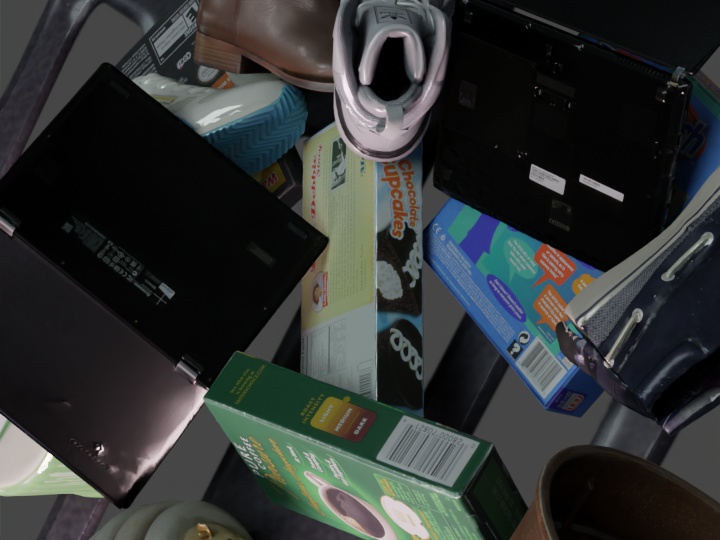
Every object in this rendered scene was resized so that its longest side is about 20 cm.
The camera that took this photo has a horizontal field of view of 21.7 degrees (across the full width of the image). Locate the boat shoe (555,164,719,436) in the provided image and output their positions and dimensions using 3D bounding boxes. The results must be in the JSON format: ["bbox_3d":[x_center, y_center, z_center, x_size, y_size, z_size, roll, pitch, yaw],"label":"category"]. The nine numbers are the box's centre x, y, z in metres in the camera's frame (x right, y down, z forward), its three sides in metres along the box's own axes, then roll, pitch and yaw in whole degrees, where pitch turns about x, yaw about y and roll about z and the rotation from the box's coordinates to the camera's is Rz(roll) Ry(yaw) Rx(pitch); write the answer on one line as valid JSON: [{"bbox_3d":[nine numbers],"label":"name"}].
[{"bbox_3d":[0.206,0.005,1.010,0.200,0.075,0.093,-43,41,4],"label":"boat shoe"}]

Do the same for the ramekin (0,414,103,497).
[{"bbox_3d":[-0.223,0.064,1.324,0.199,0.097,0.203,2,93,43],"label":"ramekin"}]

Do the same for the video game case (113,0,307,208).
[{"bbox_3d":[-0.137,-0.075,1.344,0.200,0.025,0.182,-40,62,29],"label":"video game case"}]

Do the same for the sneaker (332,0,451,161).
[{"bbox_3d":[0.022,-0.167,1.098,0.074,0.115,0.203,4,91,-3],"label":"sneaker"}]

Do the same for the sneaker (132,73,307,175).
[{"bbox_3d":[-0.123,-0.098,1.271,0.198,0.076,0.082,-18,67,33],"label":"sneaker"}]

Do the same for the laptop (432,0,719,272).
[{"bbox_3d":[0.147,-0.120,1.098,0.177,0.103,0.202,28,123,40],"label":"laptop"}]

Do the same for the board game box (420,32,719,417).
[{"bbox_3d":[0.140,-0.038,1.119,0.201,0.045,0.152,-51,54,19],"label":"board game box"}]

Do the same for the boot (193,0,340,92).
[{"bbox_3d":[-0.026,-0.219,1.188,0.185,0.064,0.202,12,103,23],"label":"boot"}]

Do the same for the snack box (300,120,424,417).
[{"bbox_3d":[0.000,0.000,1.198,0.116,0.037,0.203,157,116,-62],"label":"snack box"}]

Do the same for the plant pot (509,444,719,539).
[{"bbox_3d":[0.122,0.235,0.991,0.199,0.199,0.201,-55,53,24],"label":"plant pot"}]

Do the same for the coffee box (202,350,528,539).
[{"bbox_3d":[0.008,0.122,1.131,0.199,0.123,0.044,16,60,36],"label":"coffee box"}]

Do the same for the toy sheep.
[{"bbox_3d":[-0.133,0.220,1.227,0.199,0.137,0.139,-25,66,38],"label":"toy sheep"}]

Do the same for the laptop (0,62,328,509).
[{"bbox_3d":[-0.159,0.012,1.217,0.187,0.116,0.201,38,70,0],"label":"laptop"}]

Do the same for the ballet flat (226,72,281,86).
[{"bbox_3d":[-0.072,-0.224,1.289,0.069,0.069,0.202,-11,63,36],"label":"ballet flat"}]
